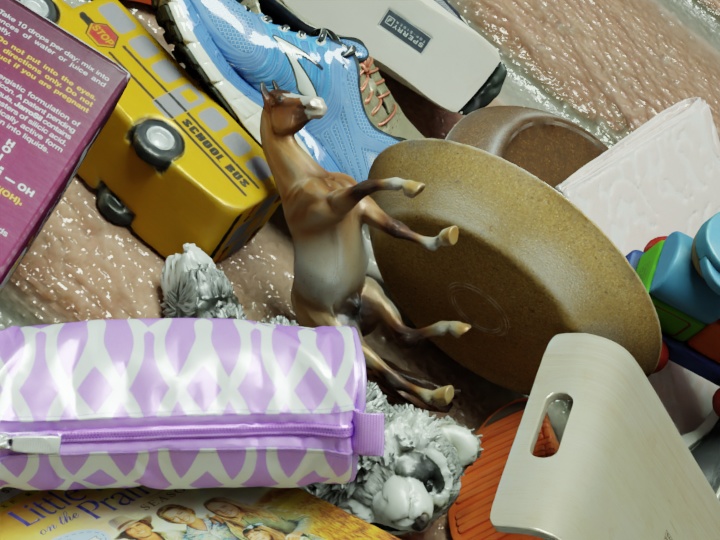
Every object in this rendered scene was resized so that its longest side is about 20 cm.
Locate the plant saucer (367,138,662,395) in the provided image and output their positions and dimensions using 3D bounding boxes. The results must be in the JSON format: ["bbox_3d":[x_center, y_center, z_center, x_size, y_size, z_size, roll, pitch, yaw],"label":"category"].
[{"bbox_3d":[0.076,0.011,1.027,0.200,0.200,0.035,39,64,1],"label":"plant saucer"}]

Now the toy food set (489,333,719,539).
[{"bbox_3d":[0.137,0.152,0.959,0.200,0.060,0.144,56,37,-25],"label":"toy food set"}]

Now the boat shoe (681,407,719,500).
[{"bbox_3d":[0.239,0.110,1.114,0.060,0.074,0.200,18,34,33],"label":"boat shoe"}]

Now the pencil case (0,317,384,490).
[{"bbox_3d":[-0.093,0.065,0.850,0.199,0.085,0.084,-3,97,-7],"label":"pencil case"}]

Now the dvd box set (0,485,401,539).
[{"bbox_3d":[-0.078,0.137,0.840,0.200,0.029,0.146,22,31,37],"label":"dvd box set"}]

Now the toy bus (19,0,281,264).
[{"bbox_3d":[-0.139,-0.093,1.051,0.200,0.065,0.078,46,43,8],"label":"toy bus"}]

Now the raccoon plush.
[{"bbox_3d":[-0.016,0.061,0.989,0.134,0.097,0.200,10,48,-38],"label":"raccoon plush"}]

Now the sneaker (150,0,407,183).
[{"bbox_3d":[-0.047,-0.121,1.080,0.089,0.079,0.200,-43,105,-5],"label":"sneaker"}]

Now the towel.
[{"bbox_3d":[0.193,0.011,1.143,0.191,0.032,0.200,-30,109,-45],"label":"towel"}]

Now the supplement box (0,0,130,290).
[{"bbox_3d":[-0.215,-0.030,0.897,0.103,0.131,0.200,31,44,-8],"label":"supplement box"}]

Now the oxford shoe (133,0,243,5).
[{"bbox_3d":[-0.151,-0.214,1.158,0.200,0.071,0.073,27,26,-22],"label":"oxford shoe"}]

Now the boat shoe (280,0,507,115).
[{"bbox_3d":[0.003,-0.178,1.196,0.200,0.075,0.093,39,5,-19],"label":"boat shoe"}]

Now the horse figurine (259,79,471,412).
[{"bbox_3d":[0.000,0.000,1.008,0.132,0.200,0.050,16,40,38],"label":"horse figurine"}]

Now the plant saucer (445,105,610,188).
[{"bbox_3d":[0.133,-0.024,1.165,0.200,0.034,0.201,22,53,-32],"label":"plant saucer"}]

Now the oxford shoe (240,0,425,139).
[{"bbox_3d":[-0.006,-0.100,1.140,0.200,0.075,0.071,32,40,-8],"label":"oxford shoe"}]

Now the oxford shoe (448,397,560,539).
[{"bbox_3d":[0.098,0.161,1.007,0.073,0.071,0.200,42,34,-35],"label":"oxford shoe"}]

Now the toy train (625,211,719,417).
[{"bbox_3d":[0.252,0.039,1.042,0.200,0.116,0.085,28,62,-8],"label":"toy train"}]
